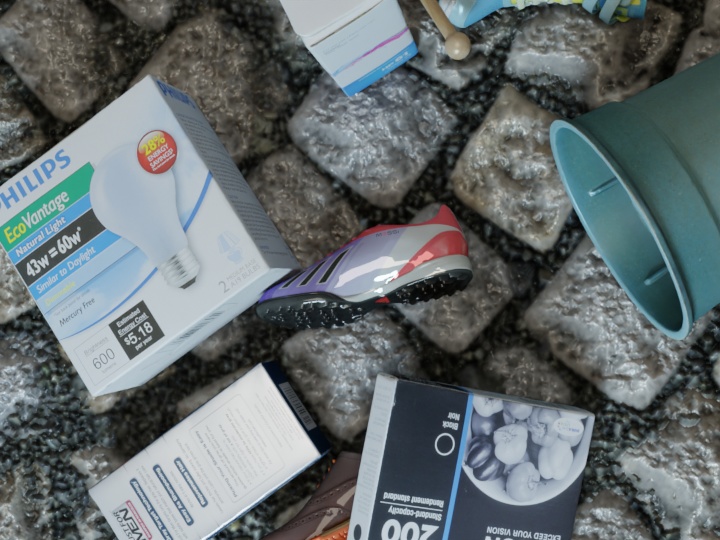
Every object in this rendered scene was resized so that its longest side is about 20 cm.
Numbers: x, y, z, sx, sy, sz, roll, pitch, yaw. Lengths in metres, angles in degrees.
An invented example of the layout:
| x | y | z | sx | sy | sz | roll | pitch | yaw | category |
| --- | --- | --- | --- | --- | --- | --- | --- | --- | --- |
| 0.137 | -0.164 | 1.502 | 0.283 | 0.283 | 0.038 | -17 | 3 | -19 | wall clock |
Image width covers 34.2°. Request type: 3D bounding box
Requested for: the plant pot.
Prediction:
| x | y | z | sx | sy | sz | roll | pitch | yaw | category |
| --- | --- | --- | --- | --- | --- | --- | --- | --- | --- |
| 0.286 | -0.082 | 0.938 | 0.194 | 0.200 | 0.202 | -30 | 84 | 0 | plant pot |

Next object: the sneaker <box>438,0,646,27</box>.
| x | y | z | sx | sy | sz | roll | pitch | yaw | category |
| --- | --- | --- | --- | --- | --- | --- | --- | --- | --- |
| 0.174 | -0.246 | 1.012 | 0.199 | 0.079 | 0.131 | -36 | 82 | 7 | sneaker |

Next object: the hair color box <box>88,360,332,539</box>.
| x | y | z | sx | sy | sz | roll | pitch | yaw | category |
| --- | --- | --- | --- | --- | --- | --- | --- | --- | --- |
| -0.134 | 0.180 | 1.057 | 0.199 | 0.060 | 0.101 | -36 | 83 | 6 | hair color box |

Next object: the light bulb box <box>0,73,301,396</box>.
| x | y | z | sx | sy | sz | roll | pitch | yaw | category |
| --- | --- | --- | --- | --- | --- | --- | --- | --- | --- |
| -0.193 | -0.030 | 1.042 | 0.197 | 0.125 | 0.201 | -35 | 84 | 7 | light bulb box |

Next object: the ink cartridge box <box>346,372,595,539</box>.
| x | y | z | sx | sy | sz | roll | pitch | yaw | category |
| --- | --- | --- | --- | --- | --- | --- | --- | --- | --- |
| 0.089 | 0.202 | 0.985 | 0.195 | 0.043 | 0.204 | 11 | 90 | -21 | ink cartridge box |

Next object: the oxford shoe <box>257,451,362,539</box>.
| x | y | z | sx | sy | sz | roll | pitch | yaw | category |
| --- | --- | --- | --- | --- | --- | --- | --- | --- | --- |
| -0.016 | 0.206 | 1.041 | 0.198 | 0.071 | 0.073 | -26 | 67 | 1 | oxford shoe |

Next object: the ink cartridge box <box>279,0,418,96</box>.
| x | y | z | sx | sy | sz | roll | pitch | yaw | category |
| --- | --- | --- | --- | --- | --- | --- | --- | --- | --- |
| -0.026 | -0.245 | 0.983 | 0.084 | 0.200 | 0.146 | -29 | 84 | 7 | ink cartridge box |

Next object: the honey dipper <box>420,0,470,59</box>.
| x | y | z | sx | sy | sz | roll | pitch | yaw | category |
| --- | --- | --- | --- | --- | --- | --- | --- | --- | --- |
| 0.043 | -0.259 | 1.024 | 0.038 | 0.038 | 0.202 | -32 | 65 | 7 | honey dipper |

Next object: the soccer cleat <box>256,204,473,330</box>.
| x | y | z | sx | sy | sz | roll | pitch | yaw | category |
| --- | --- | --- | --- | --- | --- | --- | --- | --- | --- |
| 0.000 | 0.000 | 1.045 | 0.197 | 0.068 | 0.074 | -15 | 68 | 9 | soccer cleat |
